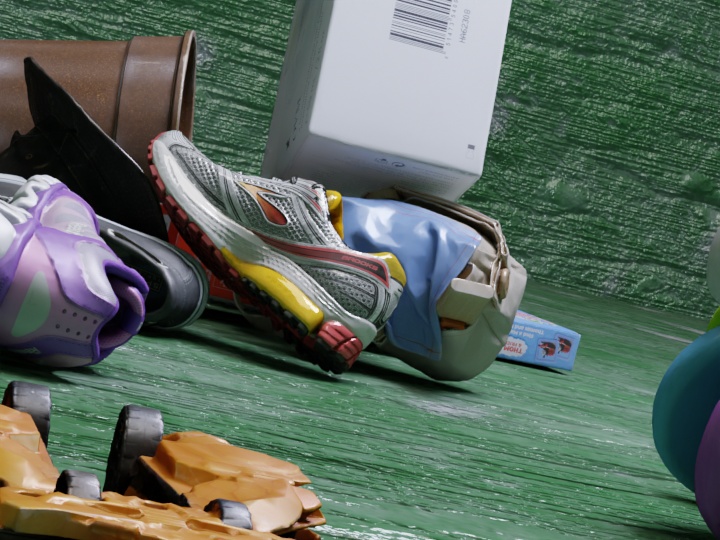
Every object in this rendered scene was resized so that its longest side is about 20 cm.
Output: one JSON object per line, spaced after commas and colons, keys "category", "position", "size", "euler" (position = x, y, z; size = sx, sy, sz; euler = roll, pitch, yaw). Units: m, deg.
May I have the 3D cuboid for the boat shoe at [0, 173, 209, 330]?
{"category": "boat shoe", "position": [-0.187, -0.014, 1.207], "size": [0.199, 0.069, 0.057], "euler": [16, 4, 13]}

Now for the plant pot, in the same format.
{"category": "plant pot", "position": [-0.239, -0.103, 1.625], "size": [0.197, 0.202, 0.200], "euler": [5, 3, -1]}

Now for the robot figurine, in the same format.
{"category": "robot figurine", "position": [-0.054, 0.063, 0.414], "size": [0.144, 0.059, 0.200], "euler": [12, 2, -15]}

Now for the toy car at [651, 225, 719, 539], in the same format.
{"category": "toy car", "position": [0.209, 0.069, 0.851], "size": [0.150, 0.176, 0.200], "euler": [-32, 30, -30]}

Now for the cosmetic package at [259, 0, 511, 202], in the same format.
{"category": "cosmetic package", "position": [0.015, -0.139, 1.386], "size": [0.122, 0.200, 0.200], "euler": [14, -19, -9]}

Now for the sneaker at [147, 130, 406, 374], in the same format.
{"category": "sneaker", "position": [-0.053, -0.023, 1.220], "size": [0.200, 0.082, 0.078], "euler": [40, -14, 24]}

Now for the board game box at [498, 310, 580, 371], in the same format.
{"category": "board game box", "position": [0.060, 0.037, 1.651], "size": [0.199, 0.037, 0.151], "euler": [11, 4, -20]}

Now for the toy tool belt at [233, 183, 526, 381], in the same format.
{"category": "toy tool belt", "position": [0.000, 0.000, 1.275], "size": [0.199, 0.126, 0.123], "euler": [14, -6, 17]}

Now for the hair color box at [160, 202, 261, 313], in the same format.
{"category": "hair color box", "position": [-0.054, 0.003, 1.425], "size": [0.199, 0.062, 0.101], "euler": [15, -3, -23]}

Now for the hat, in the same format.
{"category": "hat", "position": [-0.193, -0.037, 1.298], "size": [0.081, 0.201, 0.200], "euler": [-31, 20, -18]}

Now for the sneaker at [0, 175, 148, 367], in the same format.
{"category": "sneaker", "position": [-0.145, 0.008, 0.976], "size": [0.088, 0.081, 0.200], "euler": [20, 8, -2]}
